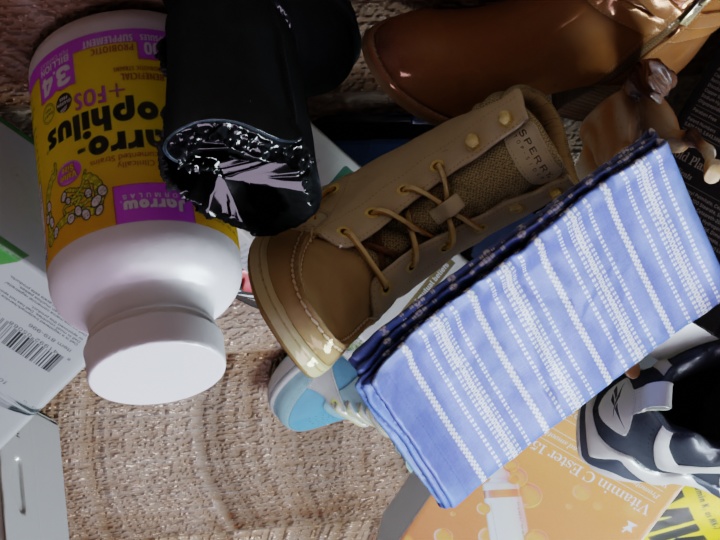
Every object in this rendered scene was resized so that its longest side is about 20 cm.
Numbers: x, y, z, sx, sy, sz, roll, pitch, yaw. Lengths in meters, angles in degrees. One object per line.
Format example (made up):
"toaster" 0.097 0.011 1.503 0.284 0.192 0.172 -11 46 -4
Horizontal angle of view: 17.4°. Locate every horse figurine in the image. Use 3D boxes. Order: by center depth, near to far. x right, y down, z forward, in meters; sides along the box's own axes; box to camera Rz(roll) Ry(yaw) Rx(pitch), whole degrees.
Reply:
"horse figurine" 0.142 -0.040 1.298 0.050 0.133 0.200 5 122 -19

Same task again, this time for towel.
"towel" 0.097 0.031 1.208 0.200 0.024 0.145 -37 137 -4

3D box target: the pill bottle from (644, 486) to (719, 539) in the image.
"pill bottle" 0.222 0.122 1.538 0.200 0.114 0.114 -19 151 18

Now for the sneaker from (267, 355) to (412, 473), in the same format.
"sneaker" 0.018 0.100 1.635 0.200 0.131 0.080 -29 148 34

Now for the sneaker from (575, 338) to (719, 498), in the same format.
"sneaker" 0.232 0.085 1.311 0.199 0.080 0.130 13 164 -11

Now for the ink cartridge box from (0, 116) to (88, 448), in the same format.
"ink cartridge box" -0.229 0.012 1.384 0.147 0.083 0.200 35 137 -14

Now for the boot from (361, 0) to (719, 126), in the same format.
"boot" 0.112 -0.143 1.274 0.200 0.074 0.155 -3 155 -39

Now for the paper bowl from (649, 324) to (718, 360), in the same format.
"paper bowl" 0.211 0.016 1.569 0.201 0.104 0.201 -8 153 -4

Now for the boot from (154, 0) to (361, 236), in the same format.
"boot" -0.051 -0.089 1.215 0.076 0.168 0.200 -18 152 17

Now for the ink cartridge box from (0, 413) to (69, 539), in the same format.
"ink cartridge box" -0.312 0.192 1.684 0.200 0.147 0.086 -21 149 21

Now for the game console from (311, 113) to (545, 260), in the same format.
"game console" 0.053 -0.008 1.466 0.118 0.171 0.200 -31 159 -20

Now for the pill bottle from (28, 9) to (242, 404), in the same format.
"pill bottle" -0.120 -0.033 1.264 0.104 0.200 0.104 -8 153 -4

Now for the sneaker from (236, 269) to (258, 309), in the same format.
"sneaker" -0.083 -0.018 1.437 0.200 0.071 0.098 14 171 -13

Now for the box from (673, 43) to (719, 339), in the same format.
"box" 0.266 -0.034 1.395 0.200 0.104 0.182 25 95 -48

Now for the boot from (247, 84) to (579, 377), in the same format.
"boot" 0.032 -0.025 1.208 0.155 0.073 0.200 -26 -169 19

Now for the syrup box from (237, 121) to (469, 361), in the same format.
"syrup box" 0.000 0.000 1.364 0.200 0.081 0.079 42 167 -7

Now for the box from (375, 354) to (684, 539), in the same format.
"box" 0.106 0.136 1.446 0.124 0.097 0.200 29 119 -5
